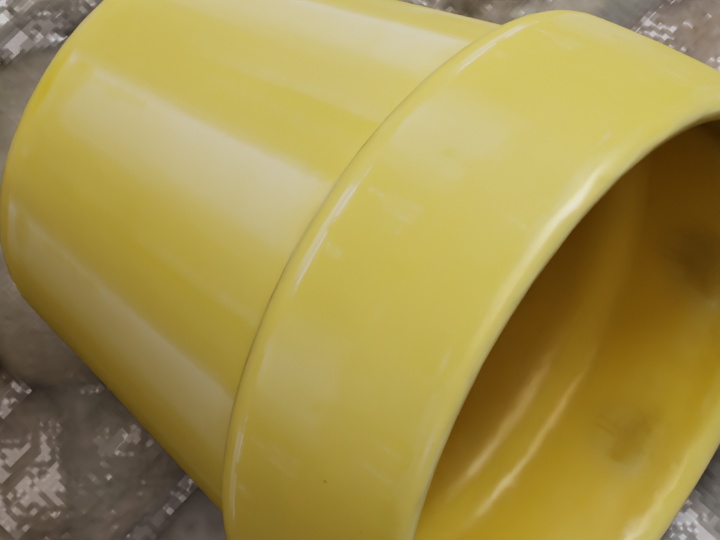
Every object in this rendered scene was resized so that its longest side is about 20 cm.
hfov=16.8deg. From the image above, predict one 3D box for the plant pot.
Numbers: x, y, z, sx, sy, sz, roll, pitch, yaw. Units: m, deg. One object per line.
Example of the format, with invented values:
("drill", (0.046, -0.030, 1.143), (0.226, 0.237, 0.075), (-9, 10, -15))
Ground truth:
("plant pot", (0.000, 0.000, 0.735), (0.189, 0.201, 0.201), (30, 76, 27))
